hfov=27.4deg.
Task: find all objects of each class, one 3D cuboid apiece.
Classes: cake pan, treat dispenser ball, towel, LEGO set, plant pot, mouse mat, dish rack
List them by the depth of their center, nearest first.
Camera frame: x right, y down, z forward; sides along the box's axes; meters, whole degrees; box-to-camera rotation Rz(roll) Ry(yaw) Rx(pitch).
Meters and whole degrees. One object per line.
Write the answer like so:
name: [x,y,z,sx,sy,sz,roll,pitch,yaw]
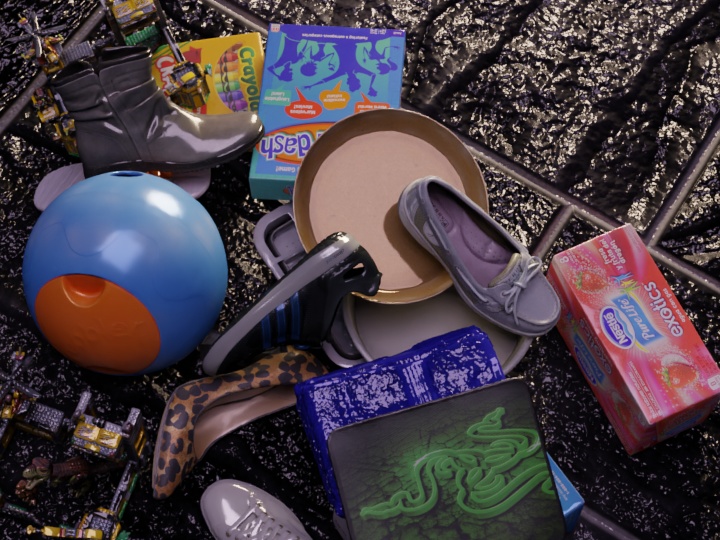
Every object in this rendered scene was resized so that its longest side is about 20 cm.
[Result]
mouse mat: [0.080,0.199,1.359,0.199,0.008,0.162,-15,87,-10]
towel: [0.048,0.138,1.397,0.199,0.050,0.148,-18,62,-9]
LEGO set: [-0.293,0.177,1.405,0.199,0.116,0.154,25,66,11]
treat dispenser ball: [-0.230,0.003,1.456,0.200,0.201,0.202,1,64,-2]
plant pot: [0.029,-0.063,1.485,0.199,0.027,0.201,2,79,-9]
cake pan: [0.080,0.037,1.498,0.199,0.037,0.201,1,65,-2]
LEGO set: [-0.262,-0.222,1.554,0.199,0.116,0.154,-17,65,-2]
dish rack: [0.000,0.000,1.555,0.171,0.044,0.200,-29,69,-16]

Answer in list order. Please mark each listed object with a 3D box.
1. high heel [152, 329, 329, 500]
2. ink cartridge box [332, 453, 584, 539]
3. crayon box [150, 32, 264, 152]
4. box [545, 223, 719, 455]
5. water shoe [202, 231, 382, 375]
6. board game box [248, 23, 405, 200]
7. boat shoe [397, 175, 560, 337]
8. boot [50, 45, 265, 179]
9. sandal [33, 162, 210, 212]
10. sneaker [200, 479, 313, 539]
high heel: [-0.117,0.151,1.459,0.142,0.072,0.201,14,55,11]
ink cartridge box: [0.092,0.233,1.423,0.200,0.085,0.145,-32,69,-15]
crayon box: [-0.167,-0.191,1.635,0.199,0.051,0.128,-10,65,-7]
box: [0.273,0.070,1.501,0.094,0.103,0.201,-22,69,-12]
water shoe: [-0.066,0.051,1.425,0.200,0.072,0.079,-41,95,14]
board game box: [-0.033,-0.167,1.572,0.151,0.045,0.201,3,62,3]
boat shoe: [0.121,-0.013,1.443,0.074,0.065,0.202,-45,97,-15]
boot: [-0.203,-0.165,1.490,0.199,0.131,0.068,-12,28,-3]
sandal: [-0.247,-0.085,1.582,0.206,0.059,0.080,-5,56,19]
sneaker: [-0.074,0.262,1.404,0.200,0.085,0.073,39,71,17]
